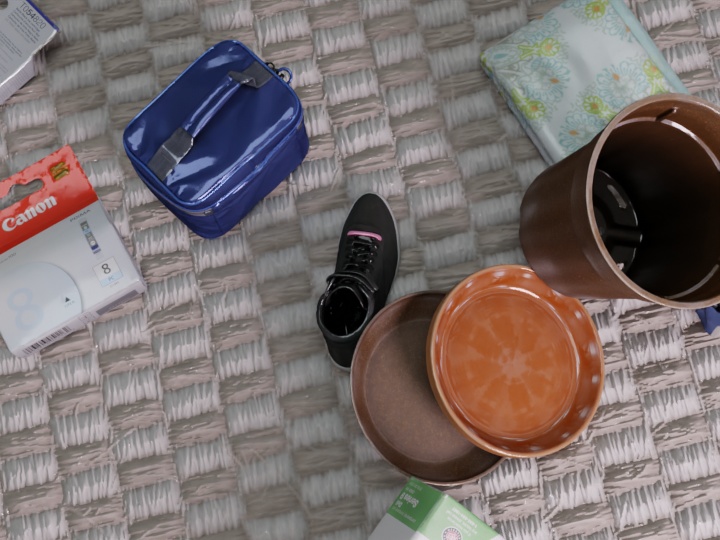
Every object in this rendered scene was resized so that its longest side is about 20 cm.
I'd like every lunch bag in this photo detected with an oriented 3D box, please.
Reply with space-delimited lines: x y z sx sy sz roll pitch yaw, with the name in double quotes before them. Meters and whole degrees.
"lunch bag" -0.149 -0.149 1.330 0.136 0.132 0.200 42 82 13

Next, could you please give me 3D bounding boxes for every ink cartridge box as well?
"ink cartridge box" -0.480 -0.270 1.431 0.200 0.041 0.200 -43 76 -8
"ink cartridge box" 0.058 0.326 1.181 0.145 0.087 0.200 39 78 -20
"ink cartridge box" -0.352 -0.027 1.353 0.160 0.047 0.201 -30 77 -4

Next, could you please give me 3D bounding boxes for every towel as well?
"towel" 0.254 -0.206 1.363 0.171 0.048 0.201 -30 75 -5

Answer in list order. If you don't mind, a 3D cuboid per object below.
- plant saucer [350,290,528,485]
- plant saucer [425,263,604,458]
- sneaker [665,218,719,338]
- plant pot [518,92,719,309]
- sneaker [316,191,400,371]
"plant saucer" 0.078 0.122 1.264 0.199 0.037 0.202 6 74 -20
"plant saucer" 0.159 0.094 1.266 0.199 0.032 0.201 5 75 -19
"sneaker" 0.389 -0.040 1.292 0.115 0.081 0.200 37 82 10
"plant pot" 0.265 -0.055 1.210 0.199 0.198 0.201 2 84 -18
"sneaker" 0.000 0.000 1.297 0.070 0.099 0.201 7 74 8
